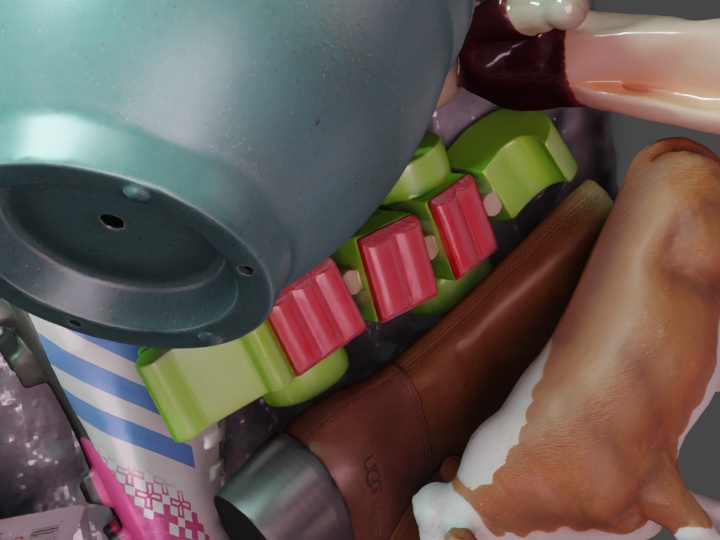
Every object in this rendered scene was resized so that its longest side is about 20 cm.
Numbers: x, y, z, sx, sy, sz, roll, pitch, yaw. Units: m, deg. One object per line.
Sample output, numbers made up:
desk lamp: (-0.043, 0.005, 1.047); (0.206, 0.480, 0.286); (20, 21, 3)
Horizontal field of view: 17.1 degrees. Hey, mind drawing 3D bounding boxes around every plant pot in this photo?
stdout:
plant pot: (-0.072, -0.058, 0.820); (0.200, 0.200, 0.134); (25, 60, -17)

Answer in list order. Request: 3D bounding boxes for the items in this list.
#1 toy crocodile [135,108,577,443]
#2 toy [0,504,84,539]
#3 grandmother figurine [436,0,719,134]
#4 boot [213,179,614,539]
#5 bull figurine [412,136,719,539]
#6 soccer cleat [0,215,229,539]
toy crocodile: (0.000, 0.000, 0.928); (0.200, 0.062, 0.068); (-31, 111, -26)
toy: (-0.214, 0.131, 0.917); (0.200, 0.047, 0.115); (-3, 134, -35)
grandmother figurine: (0.081, -0.079, 0.903); (0.199, 0.121, 0.061); (3, 68, 19)
boot: (0.042, 0.079, 0.976); (0.200, 0.068, 0.189); (-40, 136, -19)
bull figurine: (0.105, 0.052, 0.896); (0.121, 0.065, 0.200); (30, 84, -14)
soccer cleat: (-0.077, 0.057, 0.943); (0.086, 0.070, 0.200); (-30, 112, -9)
